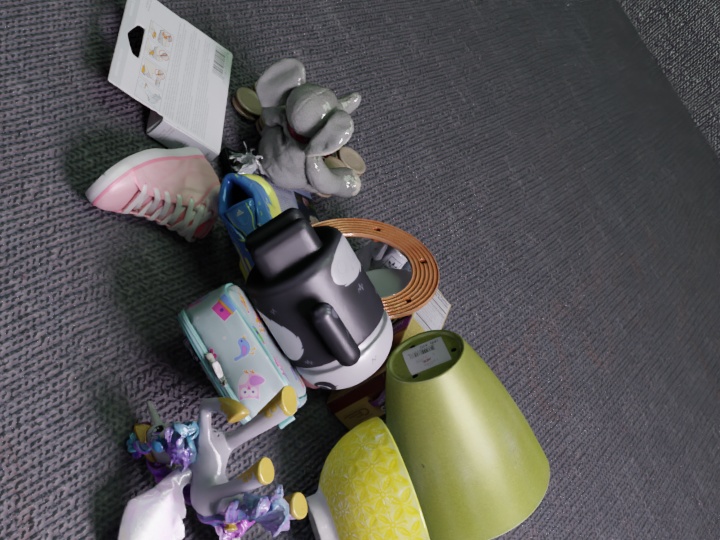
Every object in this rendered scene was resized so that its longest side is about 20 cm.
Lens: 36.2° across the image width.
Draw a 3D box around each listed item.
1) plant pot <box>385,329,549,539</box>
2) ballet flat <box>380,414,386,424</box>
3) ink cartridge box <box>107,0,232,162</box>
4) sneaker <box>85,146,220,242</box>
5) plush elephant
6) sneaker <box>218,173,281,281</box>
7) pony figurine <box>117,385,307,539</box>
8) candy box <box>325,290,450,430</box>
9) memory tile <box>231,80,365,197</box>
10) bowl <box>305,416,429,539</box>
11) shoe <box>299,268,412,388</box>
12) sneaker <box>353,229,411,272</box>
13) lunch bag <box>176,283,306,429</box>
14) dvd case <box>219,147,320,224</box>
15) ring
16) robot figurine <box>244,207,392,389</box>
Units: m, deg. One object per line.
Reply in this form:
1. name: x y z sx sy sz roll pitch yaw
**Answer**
1. plant pot: 0.102 0.175 1.263 0.188 0.185 0.201 -66 141 -51
2. ballet flat: 0.083 0.165 1.393 0.068 0.069 0.200 37 70 17
3. ink cartridge box: -0.251 -0.253 1.431 0.173 0.043 0.201 32 42 -31
4. sneaker: -0.225 -0.083 1.293 0.105 0.075 0.200 55 29 7
5. plush elephant: -0.066 -0.190 1.452 0.199 0.155 0.165 -18 69 -52
6. sneaker: -0.124 -0.026 1.288 0.201 0.075 0.105 68 13 19
7. pony figurine: -0.147 0.213 1.078 0.166 0.199 0.195 9 71 -53
8. candy box: 0.038 0.106 1.431 0.057 0.116 0.200 48 34 -14
9. memory tile: -0.087 -0.196 1.590 0.200 0.017 0.153 48 33 0
10. bowl: 0.000 0.274 1.233 0.107 0.200 0.202 -17 70 -10
11. shoe: -0.006 0.071 1.381 0.199 0.071 0.092 -28 128 -39
12. sneaker: 0.008 0.024 1.461 0.075 0.115 0.201 42 37 -19
13. lunch bag: -0.123 0.100 1.197 0.161 0.077 0.200 60 0 5
14. dvd case: -0.106 -0.069 1.449 0.142 0.018 0.201 17 39 -40
15. ring: 0.000 0.000 1.375 0.198 0.019 0.201 6 37 -4
16. robot figurine: -0.048 0.035 1.192 0.201 0.124 0.151 59 36 -24
